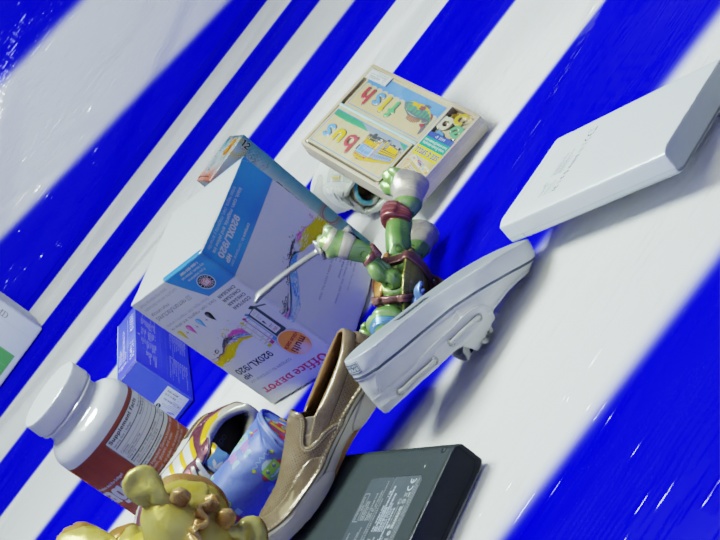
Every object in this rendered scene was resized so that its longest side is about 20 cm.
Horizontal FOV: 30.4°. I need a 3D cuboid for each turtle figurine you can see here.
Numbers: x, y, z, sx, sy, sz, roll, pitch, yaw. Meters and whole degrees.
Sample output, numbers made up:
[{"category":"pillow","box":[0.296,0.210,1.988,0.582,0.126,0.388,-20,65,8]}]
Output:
[{"category":"turtle figurine","box":[0.000,0.000,1.295,0.199,0.144,0.195,-30,25,39]}]

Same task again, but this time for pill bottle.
[{"category":"pill bottle","box":[-0.266,0.192,1.470,0.112,0.200,0.113,-44,21,21]}]

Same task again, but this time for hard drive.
[{"category":"hard drive","box":[0.006,0.211,1.080,0.199,0.033,0.140,-18,39,58]},{"category":"hard drive","box":[0.215,-0.099,1.123,0.199,0.027,0.132,-25,22,53]}]

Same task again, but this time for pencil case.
[{"category":"pencil case","box":[-0.125,0.223,1.286,0.200,0.078,0.087,-48,13,13]}]

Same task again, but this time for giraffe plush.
[{"category":"giraffe plush","box":[-0.168,0.244,1.147,0.200,0.171,0.163,48,118,53]}]

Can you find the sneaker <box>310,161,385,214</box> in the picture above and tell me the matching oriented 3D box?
[{"category":"sneaker","box":[-0.005,-0.107,1.587,0.200,0.076,0.081,-28,33,53]}]

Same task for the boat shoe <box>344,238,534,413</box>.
[{"category":"boat shoe","box":[0.079,0.048,1.149,0.199,0.066,0.074,-35,5,-13]}]

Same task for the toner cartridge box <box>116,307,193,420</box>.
[{"category":"toner cartridge box","box":[-0.276,0.122,1.772,0.043,0.095,0.200,-49,19,8]}]

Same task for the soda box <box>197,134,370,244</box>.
[{"category":"soda box","box":[-0.088,-0.068,1.517,0.069,0.200,0.063,-53,20,-10]}]

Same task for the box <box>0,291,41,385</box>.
[{"category":"box","box":[-0.813,0.121,2.820,0.172,0.199,0.200,-54,21,-7]}]

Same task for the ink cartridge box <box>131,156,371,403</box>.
[{"category":"ink cartridge box","box":[-0.111,0.015,1.429,0.147,0.199,0.145,-32,29,43]}]

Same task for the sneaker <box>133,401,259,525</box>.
[{"category":"sneaker","box":[-0.172,0.223,1.396,0.090,0.075,0.201,-33,28,54]}]

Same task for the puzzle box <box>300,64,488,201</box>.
[{"category":"puzzle box","box":[0.034,-0.152,1.501,0.133,0.025,0.199,-48,45,-9]}]

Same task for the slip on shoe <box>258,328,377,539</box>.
[{"category":"slip on shoe","box":[-0.041,0.144,1.159,0.201,0.060,0.076,-56,16,-6]}]
